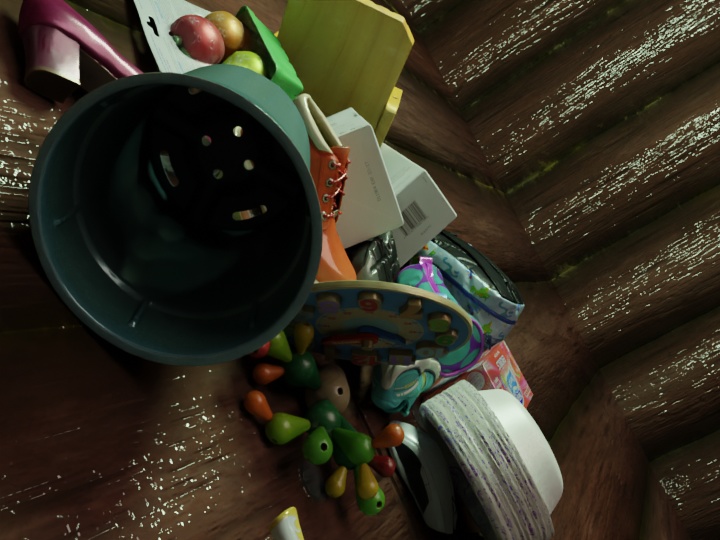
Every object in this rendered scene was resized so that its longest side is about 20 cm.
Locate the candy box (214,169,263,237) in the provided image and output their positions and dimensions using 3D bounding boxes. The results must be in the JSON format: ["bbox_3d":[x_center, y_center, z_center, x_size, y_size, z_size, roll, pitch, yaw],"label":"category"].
[{"bbox_3d":[-0.119,-0.066,0.825,0.115,0.055,0.203,30,36,-56],"label":"candy box"}]

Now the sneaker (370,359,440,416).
[{"bbox_3d":[0.044,0.129,0.956,0.076,0.081,0.200,18,-6,16],"label":"sneaker"}]

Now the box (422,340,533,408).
[{"bbox_3d":[0.170,0.178,1.147,0.096,0.101,0.200,61,17,5],"label":"box"}]

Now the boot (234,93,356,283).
[{"bbox_3d":[-0.042,-0.065,0.777,0.203,0.106,0.075,60,16,-8],"label":"boot"}]

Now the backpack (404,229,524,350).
[{"bbox_3d":[0.166,0.030,1.280,0.198,0.156,0.162,26,1,35],"label":"backpack"}]

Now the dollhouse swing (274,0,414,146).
[{"bbox_3d":[-0.025,-0.299,1.111,0.196,0.178,0.183,23,25,-4],"label":"dollhouse swing"}]

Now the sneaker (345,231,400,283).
[{"bbox_3d":[0.000,0.000,0.907,0.200,0.077,0.077,-57,136,-79],"label":"sneaker"}]

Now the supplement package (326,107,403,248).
[{"bbox_3d":[-0.031,-0.105,0.922,0.200,0.107,0.116,-112,-179,-73],"label":"supplement package"}]

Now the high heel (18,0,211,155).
[{"bbox_3d":[-0.209,-0.174,0.724,0.199,0.066,0.098,27,47,-53],"label":"high heel"}]

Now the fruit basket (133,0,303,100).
[{"bbox_3d":[-0.171,-0.247,0.939,0.197,0.094,0.187,7,44,-42],"label":"fruit basket"}]

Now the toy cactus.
[{"bbox_3d":[-0.029,0.121,0.751,0.200,0.102,0.165,48,11,-9],"label":"toy cactus"}]

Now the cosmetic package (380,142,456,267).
[{"bbox_3d":[0.035,-0.098,1.099,0.085,0.107,0.200,49,1,-26],"label":"cosmetic package"}]

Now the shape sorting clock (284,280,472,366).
[{"bbox_3d":[0.008,0.056,0.773,0.199,0.196,0.040,33,55,-53],"label":"shape sorting clock"}]

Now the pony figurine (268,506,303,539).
[{"bbox_3d":[-0.028,0.253,0.481,0.200,0.167,0.193,47,11,17],"label":"pony figurine"}]

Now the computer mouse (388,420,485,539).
[{"bbox_3d":[0.091,0.256,0.914,0.203,0.043,0.109,63,20,7],"label":"computer mouse"}]

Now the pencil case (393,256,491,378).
[{"bbox_3d":[0.103,0.060,1.102,0.083,0.094,0.200,5,20,-15],"label":"pencil case"}]

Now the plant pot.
[{"bbox_3d":[-0.118,-0.067,0.623,0.202,0.198,0.197,53,16,-18],"label":"plant pot"}]

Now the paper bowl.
[{"bbox_3d":[0.157,0.222,0.937,0.203,0.103,0.201,60,-8,14],"label":"paper bowl"}]
